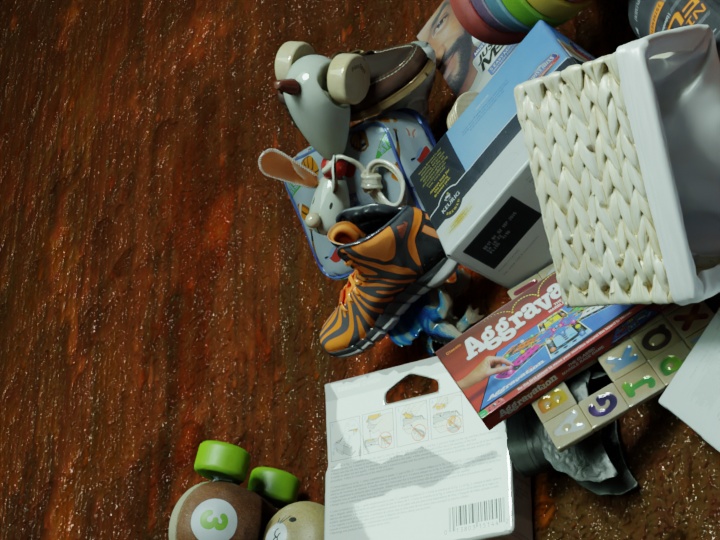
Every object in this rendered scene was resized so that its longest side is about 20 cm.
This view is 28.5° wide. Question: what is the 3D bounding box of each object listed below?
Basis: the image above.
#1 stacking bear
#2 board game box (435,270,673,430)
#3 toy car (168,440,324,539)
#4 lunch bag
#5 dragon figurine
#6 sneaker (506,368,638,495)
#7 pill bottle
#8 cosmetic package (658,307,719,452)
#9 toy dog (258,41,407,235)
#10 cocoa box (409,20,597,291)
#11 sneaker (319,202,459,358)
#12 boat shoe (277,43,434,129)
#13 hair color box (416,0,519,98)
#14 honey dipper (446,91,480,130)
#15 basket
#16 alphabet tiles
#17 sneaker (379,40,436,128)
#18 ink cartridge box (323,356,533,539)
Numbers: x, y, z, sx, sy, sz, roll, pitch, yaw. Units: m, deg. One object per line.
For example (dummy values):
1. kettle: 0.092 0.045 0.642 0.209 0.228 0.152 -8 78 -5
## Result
1. stacking bear: 0.178 -0.279 1.288 0.114 0.122 0.199 -40 16 -29
2. board game box: 0.167 0.046 1.211 0.199 0.020 0.103 -34 35 -1
3. toy car: -0.074 0.267 1.387 0.199 0.157 0.166 -5 62 40
4. lunch bag: 0.011 -0.074 1.505 0.199 0.075 0.161 -20 97 49
5. dragon figurine: 0.066 0.053 1.403 0.100 0.059 0.201 -48 32 26
6. sneaker: 0.179 0.105 1.219 0.104 0.060 0.201 -24 46 33
7. pill bottle: 0.312 -0.191 1.189 0.106 0.106 0.200 -51 35 18
8. cosmetic package: 0.330 0.057 1.045 0.201 0.051 0.151 -58 31 8
9. toy dog: -0.047 -0.130 1.409 0.131 0.096 0.202 -12 98 43
10. cocoa box: 0.166 -0.097 1.301 0.200 0.133 0.132 -49 35 20
11. sneaker: 0.000 0.000 1.377 0.200 0.112 0.078 -45 32 30
12. boat shoe: -0.011 -0.192 1.464 0.199 0.070 0.071 -21 26 44
13. hair color box: 0.141 -0.230 1.492 0.111 0.064 0.201 -52 34 19
14. honey dipper: 0.097 -0.135 1.439 0.200 0.038 0.038 118 172 -79
15. basket: 0.216 -0.078 1.113 0.123 0.135 0.202 -9 98 38
16. alphabet tiles: 0.202 0.048 1.204 0.166 0.008 0.200 -32 37 3
17. sneaker: 0.051 -0.155 1.531 0.087 0.074 0.201 56 147 38
18. ink cartridge box: 0.058 0.172 1.293 0.199 0.045 0.178 -16 60 30
